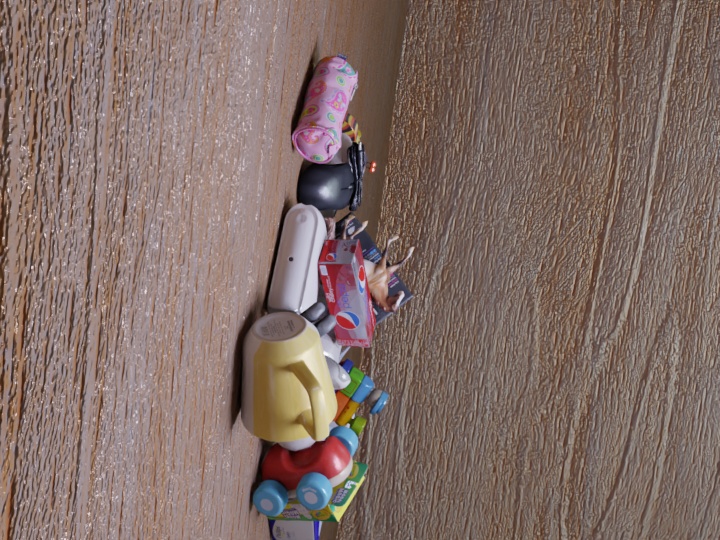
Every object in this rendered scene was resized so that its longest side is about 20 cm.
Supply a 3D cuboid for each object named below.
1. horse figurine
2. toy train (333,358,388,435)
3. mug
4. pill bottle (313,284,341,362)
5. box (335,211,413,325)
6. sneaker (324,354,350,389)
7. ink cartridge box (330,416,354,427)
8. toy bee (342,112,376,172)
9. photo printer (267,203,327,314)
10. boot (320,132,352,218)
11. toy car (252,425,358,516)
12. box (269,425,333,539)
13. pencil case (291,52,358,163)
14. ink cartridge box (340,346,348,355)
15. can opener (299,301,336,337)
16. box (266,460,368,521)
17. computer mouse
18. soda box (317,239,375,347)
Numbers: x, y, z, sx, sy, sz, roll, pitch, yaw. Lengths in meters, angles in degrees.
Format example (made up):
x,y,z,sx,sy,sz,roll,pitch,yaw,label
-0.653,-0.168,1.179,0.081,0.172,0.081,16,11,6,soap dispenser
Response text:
x,y,z,sx,sy,sz,roll,pitch,yaw,label
0.006,-0.020,1.603,0.133,0.199,0.050,-62,-179,-6,horse figurine
-0.040,0.282,1.681,0.201,0.115,0.085,-57,178,17,toy train
-0.098,0.152,1.297,0.149,0.185,0.155,-41,135,-49,mug
-0.091,0.137,1.625,0.115,0.113,0.202,90,9,-59,pill bottle
0.000,0.000,1.688,0.106,0.201,0.122,-37,179,-1,box
-0.091,0.188,1.451,0.071,0.199,0.080,52,56,-21,sneaker
-0.079,0.313,1.982,0.126,0.127,0.201,-77,174,-45,ink cartridge box
-0.019,-0.251,1.850,0.200,0.107,0.132,88,10,-65,toy bee
-0.104,-0.007,1.499,0.167,0.069,0.202,83,16,-72,photo printer
-0.066,-0.170,1.734,0.090,0.072,0.202,109,-2,-79,boot
-0.122,0.301,1.575,0.202,0.175,0.184,68,26,-15,toy car
-0.123,0.453,1.855,0.185,0.104,0.201,92,9,-50,box
-0.058,-0.279,1.492,0.088,0.086,0.201,92,9,-51,pencil case
-0.092,0.225,1.770,0.201,0.047,0.198,-59,176,6,ink cartridge box
-0.095,0.103,1.394,0.066,0.053,0.200,-46,-176,-30,can opener
-0.081,0.411,1.630,0.117,0.199,0.049,-50,119,-46,box
-0.041,-0.163,1.628,0.199,0.052,0.140,-22,119,-55,computer mouse
-0.022,0.042,1.538,0.070,0.063,0.201,-74,160,-48,soda box
